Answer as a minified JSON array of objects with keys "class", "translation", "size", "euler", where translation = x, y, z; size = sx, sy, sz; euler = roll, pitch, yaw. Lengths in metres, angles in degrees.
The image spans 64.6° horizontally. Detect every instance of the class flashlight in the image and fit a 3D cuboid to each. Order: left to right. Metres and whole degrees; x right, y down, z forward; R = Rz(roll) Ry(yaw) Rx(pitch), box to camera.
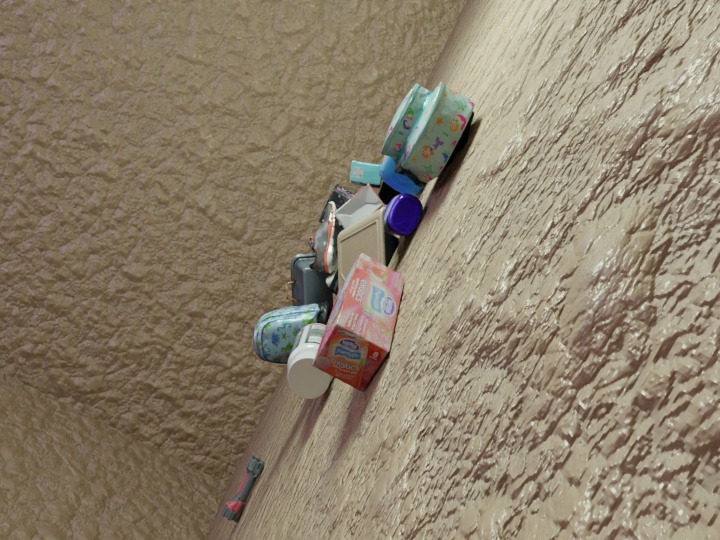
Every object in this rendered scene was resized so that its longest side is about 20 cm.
[{"class":"flashlight","translation":[-0.386,0.715,1.876],"size":[0.068,0.066,0.204],"euler":[129,166,-78]}]

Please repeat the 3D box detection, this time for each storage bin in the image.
[{"class":"storage bin","translation":[-0.137,0.061,1.614],"size":[0.134,0.141,0.206],"euler":[-153,60,-76]}]

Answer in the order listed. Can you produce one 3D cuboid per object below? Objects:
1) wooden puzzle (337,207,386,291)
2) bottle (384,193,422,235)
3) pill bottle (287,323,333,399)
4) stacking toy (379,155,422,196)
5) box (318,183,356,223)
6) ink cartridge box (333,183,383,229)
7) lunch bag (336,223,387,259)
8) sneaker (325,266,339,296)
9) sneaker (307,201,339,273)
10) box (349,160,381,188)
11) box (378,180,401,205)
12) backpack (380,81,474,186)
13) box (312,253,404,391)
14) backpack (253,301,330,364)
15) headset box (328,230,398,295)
[{"class":"wooden puzzle","translation":[0.005,-0.012,1.197],"size":[0.184,0.036,0.206],"euler":[-23,61,56]},{"class":"bottle","translation":[0.085,-0.120,1.227],"size":[0.085,0.064,0.200],"euler":[-64,5,4]},{"class":"pill bottle","translation":[-0.110,0.209,1.322],"size":[0.116,0.112,0.200],"euler":[-61,6,13]},{"class":"stacking toy","translation":[0.091,-0.261,1.382],"size":[0.111,0.114,0.200],"euler":[-59,19,12]},{"class":"box","translation":[-0.034,-0.194,2.033],"size":[0.134,0.197,0.115],"euler":[-60,4,19]},{"class":"ink cartridge box","translation":[-0.002,-0.158,1.475],"size":[0.116,0.068,0.200],"euler":[-39,4,5]},{"class":"lunch bag","translation":[-0.018,-0.113,1.659],"size":[0.197,0.129,0.170],"euler":[-30,14,12]},{"class":"sneaker","translation":[0.000,0.000,1.520],"size":[0.199,0.085,0.075],"euler":[-41,17,-17]},{"class":"sneaker","translation":[-0.103,-0.093,1.522],"size":[0.077,0.079,0.205],"euler":[72,-159,-64]},{"class":"box","translation":[0.018,-0.251,1.508],"size":[0.200,0.080,0.051],"euler":[-66,-16,-84]},{"class":"box","translation":[0.121,-0.281,1.588],"size":[0.142,0.078,0.202],"euler":[-57,9,37]},{"class":"backpack","translation":[0.131,-0.263,1.090],"size":[0.181,0.148,0.200],"euler":[-62,10,1]},{"class":"box","translation":[0.002,0.079,0.938],"size":[0.104,0.093,0.202],"euler":[-59,7,34]},{"class":"backpack","translation":[-0.180,0.169,1.473],"size":[0.154,0.194,0.168],"euler":[-69,-19,-77]},{"class":"headset box","translation":[0.004,-0.011,1.366],"size":[0.178,0.091,0.200],"euler":[-64,6,-4]}]
